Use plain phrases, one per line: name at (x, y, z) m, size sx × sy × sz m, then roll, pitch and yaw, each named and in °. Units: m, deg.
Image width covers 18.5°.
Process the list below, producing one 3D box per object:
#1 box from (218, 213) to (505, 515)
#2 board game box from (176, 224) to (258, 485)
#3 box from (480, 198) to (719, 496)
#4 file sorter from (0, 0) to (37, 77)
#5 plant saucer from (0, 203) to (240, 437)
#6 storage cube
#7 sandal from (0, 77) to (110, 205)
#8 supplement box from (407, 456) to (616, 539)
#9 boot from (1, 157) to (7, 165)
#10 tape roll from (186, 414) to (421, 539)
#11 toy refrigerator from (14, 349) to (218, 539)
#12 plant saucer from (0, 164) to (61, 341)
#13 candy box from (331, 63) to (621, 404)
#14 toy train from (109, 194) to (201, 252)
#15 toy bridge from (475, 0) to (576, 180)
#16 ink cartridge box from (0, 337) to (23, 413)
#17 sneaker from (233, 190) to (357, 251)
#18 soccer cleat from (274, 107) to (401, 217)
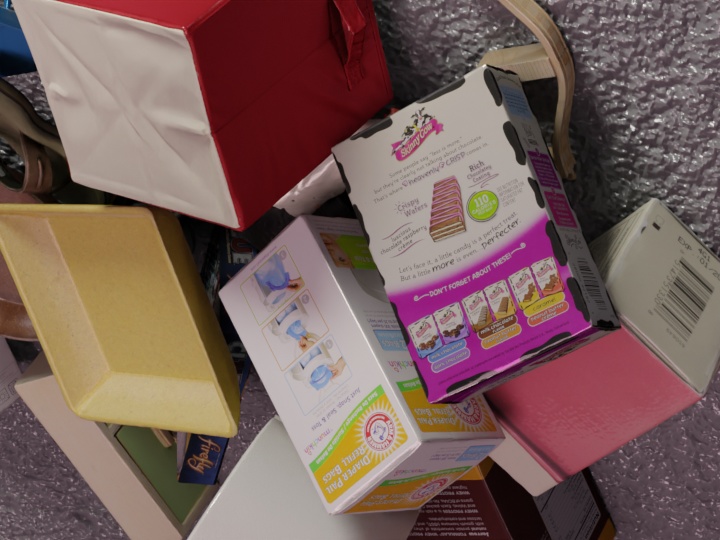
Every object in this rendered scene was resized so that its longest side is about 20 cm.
box at (0.001, 0.070, 1.628) m, size 0.101 × 0.112 × 0.200 m, roll -41°, pitch 63°, yaw 29°
board game box at (-0.119, 0.064, 1.824) m, size 0.034 × 0.136 × 0.200 m, roll 6°, pitch 138°, yaw -12°
box at (0.174, 0.060, 1.644) m, size 0.109 × 0.128 × 0.200 m, roll 43°, pitch 137°, yaw -9°
file sorter at (-0.311, -0.219, 1.672) m, size 0.199 × 0.123 × 0.139 m, roll -6°, pitch 168°, yaw 34°
plant saucer at (-0.182, 0.027, 1.722) m, size 0.200 × 0.048 × 0.201 m, roll 3°, pitch 121°, yaw 43°
storage cube at (-0.109, -0.160, 1.564) m, size 0.200 × 0.180 × 0.171 m, roll 18°, pitch 136°, yaw 36°
sandal at (-0.268, -0.095, 1.703) m, size 0.080 × 0.057 × 0.201 m, roll 14°, pitch 161°, yaw 36°
supplement box at (0.072, 0.191, 1.819) m, size 0.197 × 0.133 × 0.200 m, roll -5°, pitch 124°, yaw 34°
boot at (-0.237, 0.001, 1.891) m, size 0.199 × 0.064 × 0.187 m, roll 26°, pitch 150°, yaw 14°
tape roll at (-0.065, 0.233, 1.697) m, size 0.139 × 0.203 × 0.203 m, roll 32°, pitch 137°, yaw 3°
toy refrigerator at (-0.218, 0.151, 2.005) m, size 0.070 × 0.076 × 0.200 m, roll -16°, pitch 117°, yaw 40°
plant saucer at (-0.306, -0.024, 1.836) m, size 0.200 × 0.035 × 0.201 m, roll 14°, pitch 137°, yaw 14°
candy box at (0.079, -0.024, 1.540) m, size 0.136 × 0.061 × 0.201 m, roll -26°, pitch 77°, yaw 24°
toy train at (-0.178, -0.070, 1.786) m, size 0.114 × 0.085 × 0.200 m, roll 44°, pitch 141°, yaw 9°
toy bridge at (0.116, -0.147, 1.571) m, size 0.067 × 0.027 × 0.200 m, roll -7°, pitch 124°, yaw 34°
ink cartridge box at (-0.385, 0.033, 2.000) m, size 0.109 × 0.050 × 0.200 m, roll 15°, pitch 137°, yaw 45°
sneaker at (-0.001, 0.001, 1.742) m, size 0.200 × 0.060 × 0.104 m, roll 44°, pitch 123°, yaw -1°
soccer cleat at (-0.025, -0.079, 1.668) m, size 0.199 × 0.069 × 0.078 m, roll -4°, pitch 84°, yaw 31°
